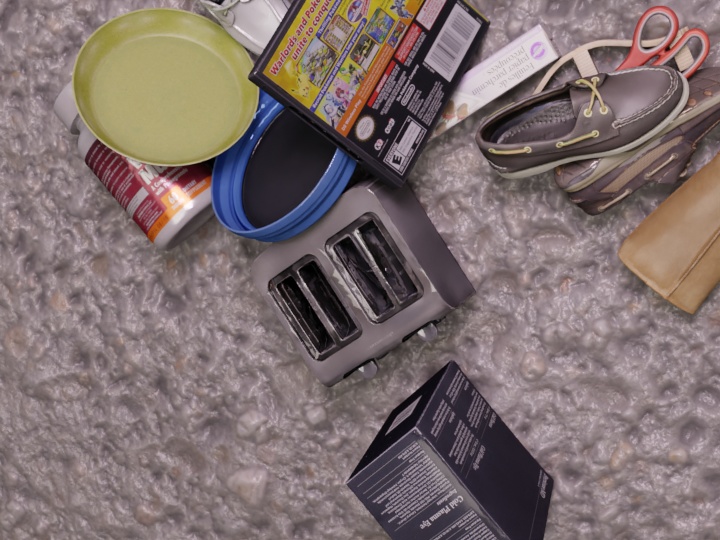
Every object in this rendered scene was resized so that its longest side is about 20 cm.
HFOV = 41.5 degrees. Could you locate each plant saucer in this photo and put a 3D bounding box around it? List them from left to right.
[{"bbox_3d":[-0.208,-0.193,1.023,0.199,0.201,0.031,36,152,5],"label":"plant saucer"}]

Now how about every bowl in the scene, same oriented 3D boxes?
[{"bbox_3d":[-0.075,-0.123,0.992,0.198,0.039,0.204,-23,53,34],"label":"bowl"}]

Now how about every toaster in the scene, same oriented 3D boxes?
[{"bbox_3d":[0.000,0.000,1.022,0.179,0.119,0.202,-32,93,22],"label":"toaster"}]

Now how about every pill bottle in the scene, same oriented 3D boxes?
[{"bbox_3d":[-0.247,-0.131,1.072,0.109,0.110,0.201,-41,90,23],"label":"pill bottle"}]

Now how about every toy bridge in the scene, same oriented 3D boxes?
[{"bbox_3d":[0.231,-0.190,0.943,0.198,0.027,0.068,-26,95,21],"label":"toy bridge"}]

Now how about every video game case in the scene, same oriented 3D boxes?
[{"bbox_3d":[0.014,-0.213,0.914,0.180,0.025,0.202,34,76,-21],"label":"video game case"}]

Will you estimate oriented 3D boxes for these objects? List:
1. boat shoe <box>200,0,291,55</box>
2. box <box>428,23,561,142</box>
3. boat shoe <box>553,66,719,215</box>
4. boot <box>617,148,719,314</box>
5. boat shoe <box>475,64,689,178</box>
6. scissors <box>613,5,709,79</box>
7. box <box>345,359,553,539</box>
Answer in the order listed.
[{"bbox_3d":[-0.145,-0.296,1.016,0.200,0.067,0.074,42,113,3],"label":"boat shoe"},{"bbox_3d":[0.112,-0.181,0.978,0.198,0.041,0.039,-31,94,24],"label":"box"},{"bbox_3d":[0.287,-0.124,0.929,0.198,0.075,0.074,-30,120,19],"label":"boat shoe"},{"bbox_3d":[0.379,-0.037,0.920,0.175,0.066,0.201,42,114,12],"label":"boot"},{"bbox_3d":[0.205,-0.144,0.892,0.198,0.060,0.073,-21,62,25],"label":"boat shoe"},{"bbox_3d":[0.244,-0.168,0.921,0.073,0.014,0.200,46,111,2],"label":"scissors"},{"bbox_3d":[0.102,0.224,1.004,0.104,0.200,0.183,-41,89,21],"label":"box"}]
